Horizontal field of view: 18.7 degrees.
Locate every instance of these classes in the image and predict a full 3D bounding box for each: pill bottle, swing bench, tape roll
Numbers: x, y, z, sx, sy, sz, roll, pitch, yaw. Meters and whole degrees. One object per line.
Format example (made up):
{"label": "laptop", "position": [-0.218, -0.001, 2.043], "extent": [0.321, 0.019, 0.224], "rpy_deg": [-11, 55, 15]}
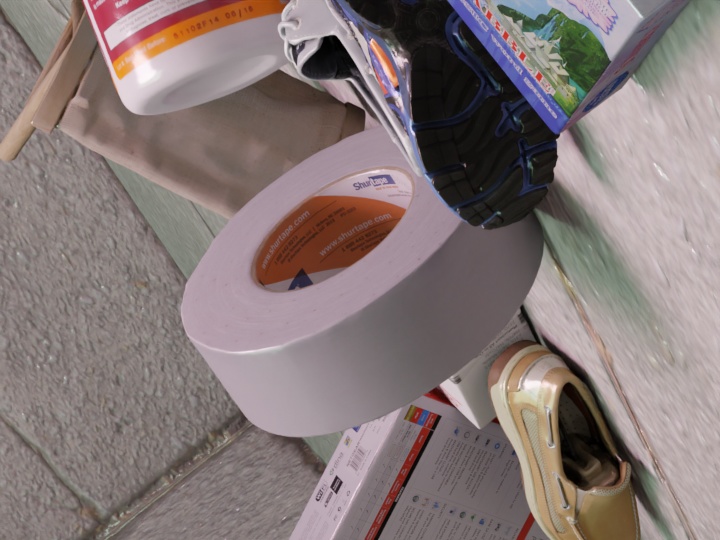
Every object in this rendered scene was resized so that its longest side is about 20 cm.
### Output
{"label": "pill bottle", "position": [-0.114, -0.198, 1.221], "extent": [0.113, 0.113, 0.200], "rpy_deg": [125, 124, -82]}
{"label": "swing bench", "position": [-0.117, -0.098, 1.463], "extent": [0.199, 0.130, 0.200], "rpy_deg": [28, 170, -14]}
{"label": "tape roll", "position": [0.000, 0.000, 1.218], "extent": [0.066, 0.200, 0.200], "rpy_deg": [57, 171, -27]}

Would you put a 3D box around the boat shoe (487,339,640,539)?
{"label": "boat shoe", "position": [0.150, 0.137, 1.472], "extent": [0.076, 0.072, 0.200], "rpy_deg": [24, 152, 50]}

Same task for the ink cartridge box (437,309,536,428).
{"label": "ink cartridge box", "position": [0.058, 0.027, 1.492], "extent": [0.116, 0.067, 0.200], "rpy_deg": [44, 169, 41]}

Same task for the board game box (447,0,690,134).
{"label": "board game box", "position": [0.043, -0.159, 0.839], "extent": [0.200, 0.041, 0.200], "rpy_deg": [51, 172, 5]}

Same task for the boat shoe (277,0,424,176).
{"label": "boat shoe", "position": [-0.006, -0.128, 1.144], "extent": [0.201, 0.071, 0.070], "rpy_deg": [50, 173, 28]}

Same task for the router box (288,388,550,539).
{"label": "router box", "position": [0.048, 0.189, 1.570], "extent": [0.179, 0.200, 0.049], "rpy_deg": [23, -171, -32]}

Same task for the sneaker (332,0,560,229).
{"label": "sneaker", "position": [0.034, -0.111, 1.050], "extent": [0.200, 0.075, 0.078], "rpy_deg": [63, 178, -18]}
